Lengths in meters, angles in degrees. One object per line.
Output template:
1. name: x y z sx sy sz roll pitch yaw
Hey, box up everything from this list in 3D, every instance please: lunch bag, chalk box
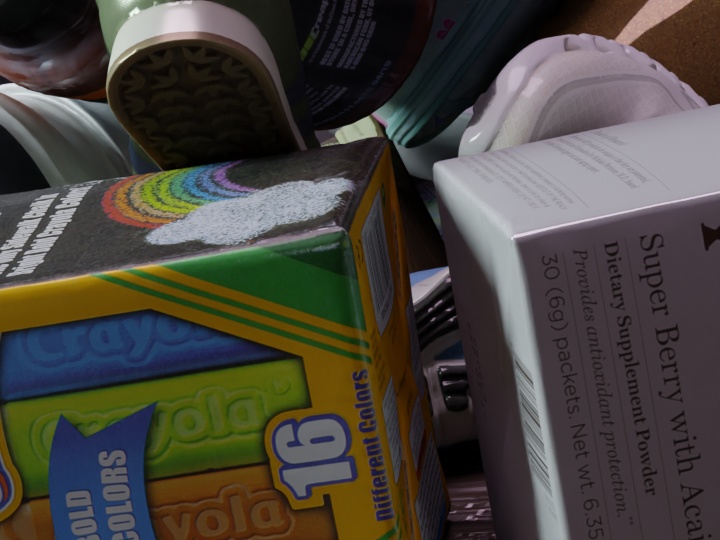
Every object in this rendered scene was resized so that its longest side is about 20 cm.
1. lunch bag: 0.066 -0.141 1.186 0.200 0.077 0.161 -42 -11 -51
2. chalk box: -0.083 0.047 0.860 0.199 0.125 0.125 -9 14 9

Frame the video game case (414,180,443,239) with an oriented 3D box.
1. video game case: 0.000 -0.011 1.270 0.199 0.018 0.143 -11 13 -7

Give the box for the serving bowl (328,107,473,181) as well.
1. serving bowl: 0.049 -0.094 1.306 0.199 0.066 0.200 8 36 -6

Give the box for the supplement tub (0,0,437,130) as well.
1. supplement tub: -0.069 -0.109 1.030 0.107 0.107 0.200 0 -3 38

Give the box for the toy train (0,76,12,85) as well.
1. toy train: -0.150 -0.071 1.236 0.114 0.087 0.200 1 27 30

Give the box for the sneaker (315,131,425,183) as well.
1. sneaker: -0.047 -0.070 1.362 0.199 0.075 0.100 -6 52 -22

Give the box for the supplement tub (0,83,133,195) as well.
1. supplement tub: -0.168 0.016 1.008 0.140 0.141 0.200 3 17 44

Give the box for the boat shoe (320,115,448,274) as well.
1. boat shoe: 0.000 0.000 1.131 0.065 0.073 0.200 -29 17 5

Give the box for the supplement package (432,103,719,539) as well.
1. supplement package: 0.135 0.016 0.823 0.199 0.122 0.120 -12 12 -7

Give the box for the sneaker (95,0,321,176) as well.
1. sneaker: -0.045 -0.063 0.942 0.067 0.090 0.200 -7 -24 2

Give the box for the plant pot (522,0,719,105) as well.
1. plant pot: 0.154 -0.075 1.138 0.200 0.187 0.186 -32 20 -19

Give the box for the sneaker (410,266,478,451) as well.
1. sneaker: -0.007 0.040 0.987 0.199 0.079 0.090 -9 -6 -11

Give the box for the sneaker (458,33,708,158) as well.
1. sneaker: 0.112 -0.013 0.922 0.200 0.075 0.081 26 2 -41
